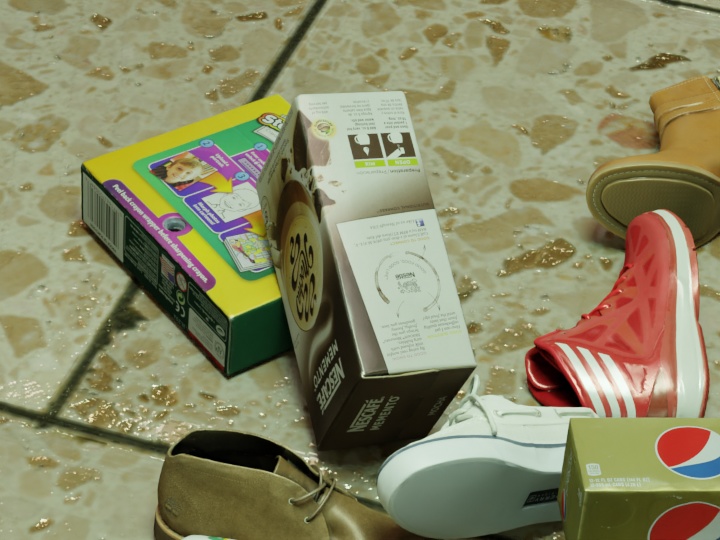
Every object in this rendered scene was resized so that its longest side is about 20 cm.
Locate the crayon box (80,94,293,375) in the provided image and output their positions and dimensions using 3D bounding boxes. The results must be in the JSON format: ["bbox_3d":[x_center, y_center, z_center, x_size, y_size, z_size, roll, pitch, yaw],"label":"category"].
[{"bbox_3d":[-0.074,-0.031,1.514,0.172,0.059,0.200,-21,46,-29],"label":"crayon box"}]

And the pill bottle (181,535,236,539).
[{"bbox_3d":[-0.010,0.213,1.171,0.198,0.113,0.113,7,39,5],"label":"pill bottle"}]

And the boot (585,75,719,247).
[{"bbox_3d":[0.242,-0.093,1.596,0.198,0.077,0.156,-5,41,-14],"label":"boot"}]

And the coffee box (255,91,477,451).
[{"bbox_3d":[0.000,0.000,1.376,0.079,0.113,0.201,-4,63,-20],"label":"coffee box"}]

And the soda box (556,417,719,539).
[{"bbox_3d":[0.218,0.130,1.236,0.198,0.068,0.064,0,37,-5],"label":"soda box"}]

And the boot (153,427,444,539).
[{"bbox_3d":[-0.029,0.150,1.279,0.199,0.076,0.074,14,35,10],"label":"boot"}]

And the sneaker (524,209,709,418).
[{"bbox_3d":[0.167,0.028,1.444,0.115,0.079,0.201,2,37,-3],"label":"sneaker"}]

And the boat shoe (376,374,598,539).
[{"bbox_3d":[0.080,0.105,1.306,0.201,0.075,0.086,-2,43,-37],"label":"boat shoe"}]
